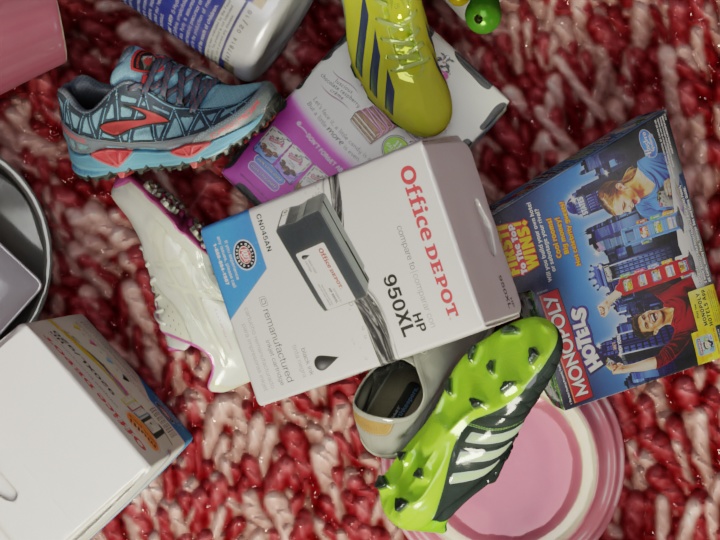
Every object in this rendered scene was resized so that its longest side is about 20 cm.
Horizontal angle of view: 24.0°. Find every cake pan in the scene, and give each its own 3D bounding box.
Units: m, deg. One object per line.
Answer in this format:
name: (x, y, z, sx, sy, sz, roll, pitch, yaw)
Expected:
cake pan: (-0.348, -0.010, 1.394, 0.199, 0.037, 0.202, 0, 90, 3)

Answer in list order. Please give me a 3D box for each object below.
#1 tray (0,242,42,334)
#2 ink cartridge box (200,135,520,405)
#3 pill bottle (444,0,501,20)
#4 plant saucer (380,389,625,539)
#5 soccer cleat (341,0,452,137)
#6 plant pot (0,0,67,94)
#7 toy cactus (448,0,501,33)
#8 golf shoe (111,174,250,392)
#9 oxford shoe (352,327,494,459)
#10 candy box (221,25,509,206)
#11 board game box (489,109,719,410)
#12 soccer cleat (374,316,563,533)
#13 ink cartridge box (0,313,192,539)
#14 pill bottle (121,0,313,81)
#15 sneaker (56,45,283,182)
tray: (-0.357, 0.049, 1.365, 0.107, 0.022, 0.200, 43, 92, 2)
ink cartridge box: (0.000, 0.000, 1.264, 0.199, 0.084, 0.146, -21, 87, 25)
pill bottle: (0.059, -0.306, 1.331, 0.114, 0.114, 0.200, -42, 88, 3)
plant saucer: (0.115, 0.155, 1.361, 0.199, 0.051, 0.202, 0, 91, 3)
soccer cleat: (0.022, -0.198, 1.282, 0.064, 0.084, 0.201, -21, 89, -25)
plant pot: (-0.333, -0.204, 1.327, 0.178, 0.200, 0.201, -17, 89, -12)
toy cactus: (0.082, -0.277, 1.230, 0.164, 0.102, 0.201, -19, 72, -25)
golf shoe: (-0.144, 0.011, 1.366, 0.091, 0.075, 0.200, -42, 87, 6)
oxford shoe: (0.055, 0.054, 1.335, 0.075, 0.058, 0.201, 19, 69, 31)
candy box: (0.005, -0.105, 1.362, 0.136, 0.061, 0.200, 43, 93, 3)
board game box: (0.168, -0.002, 1.328, 0.198, 0.062, 0.201, -16, 93, -12)
soccer cleat: (0.092, 0.119, 1.293, 0.200, 0.081, 0.068, -52, 47, 14)
ink cartridge box: (-0.240, 0.135, 1.307, 0.145, 0.200, 0.147, -43, 88, 3)
pill bottle: (-0.138, -0.251, 1.340, 0.199, 0.120, 0.120, 33, 92, 2)
sneaker: (-0.158, -0.130, 1.325, 0.199, 0.079, 0.096, -9, 114, 25)
